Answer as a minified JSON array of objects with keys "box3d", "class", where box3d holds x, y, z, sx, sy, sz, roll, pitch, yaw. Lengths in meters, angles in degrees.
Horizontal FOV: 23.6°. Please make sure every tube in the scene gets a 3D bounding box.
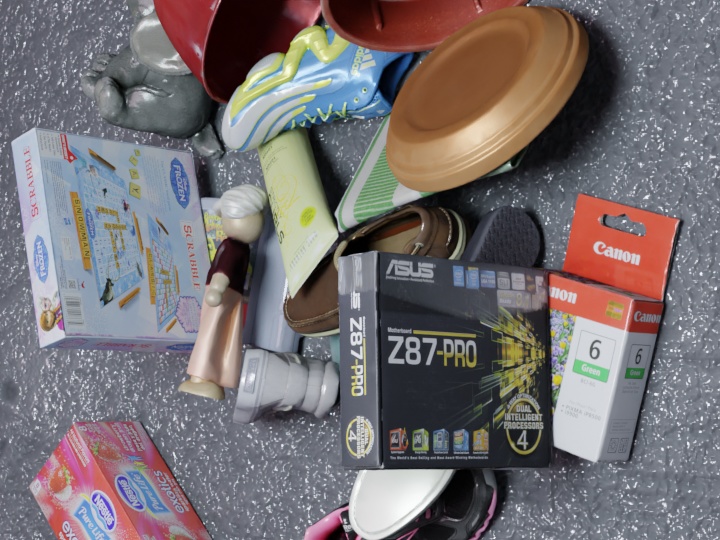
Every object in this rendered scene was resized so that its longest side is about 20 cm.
[{"box3d":[-0.058,-0.067,1.577,0.201,0.051,0.058,-106,5,-48],"class":"tube"}]

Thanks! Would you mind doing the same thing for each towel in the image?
[{"box3d":[0.074,-0.108,1.475,0.199,0.023,0.153,-17,32,39],"class":"towel"}]

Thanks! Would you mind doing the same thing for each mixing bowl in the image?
[{"box3d":[-0.118,-0.266,1.570,0.108,0.200,0.201,33,109,19],"class":"mixing bowl"}]

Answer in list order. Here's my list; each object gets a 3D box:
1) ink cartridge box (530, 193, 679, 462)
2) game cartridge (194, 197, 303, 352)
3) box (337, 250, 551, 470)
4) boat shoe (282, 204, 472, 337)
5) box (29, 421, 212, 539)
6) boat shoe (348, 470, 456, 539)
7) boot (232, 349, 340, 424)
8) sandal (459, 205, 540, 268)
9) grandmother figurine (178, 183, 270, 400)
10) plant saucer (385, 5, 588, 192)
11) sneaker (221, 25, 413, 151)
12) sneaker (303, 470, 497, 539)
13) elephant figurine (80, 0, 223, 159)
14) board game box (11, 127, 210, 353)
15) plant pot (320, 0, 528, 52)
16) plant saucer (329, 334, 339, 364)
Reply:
[{"box3d":[0.184,0.044,1.403,0.108,0.050,0.202,18,99,42],"class":"ink cartridge box"},{"box3d":[-0.126,-0.002,1.695,0.199,0.041,0.134,12,91,41],"class":"game cartridge"},{"box3d":[0.068,0.074,1.340,0.049,0.199,0.163,-10,78,46],"class":"box"},{"box3d":[-0.001,-0.006,1.504,0.202,0.075,0.075,-32,59,30],"class":"boat shoe"},{"box3d":[-0.235,0.256,1.730,0.100,0.095,0.200,-52,56,25],"class":"box"},{"box3d":[0.065,0.146,1.450,0.073,0.062,0.201,31,83,27],"class":"boat shoe"},{"box3d":[-0.065,0.113,1.586,0.200,0.095,0.074,137,144,-84],"class":"boot"},{"box3d":[0.085,0.032,1.428,0.076,0.200,0.043,49,147,-14],"class":"sandal"},{"box3d":[-0.124,0.018,1.610,0.121,0.060,0.202,178,105,-79],"class":"grandmother figurine"},{"box3d":[0.097,-0.151,1.431,0.199,0.037,0.201,-31,32,21],"class":"plant saucer"},{"box3d":[-0.034,-0.163,1.571,0.200,0.076,0.105,-45,64,7],"class":"sneaker"},{"box3d":[0.030,0.216,1.500,0.199,0.095,0.080,-32,65,34],"class":"sneaker"},{"box3d":[-0.187,-0.238,1.692,0.201,0.154,0.142,-61,38,31],"class":"elephant figurine"},{"box3d":[-0.228,-0.024,1.632,0.041,0.199,0.202,-22,71,39],"class":"board game box"},{"box3d":[0.042,-0.326,1.476,0.200,0.200,0.197,-34,58,35],"class":"plant pot"},{"box3d":[0.035,0.055,1.544,0.200,0.039,0.203,-3,85,42],"class":"plant saucer"}]
